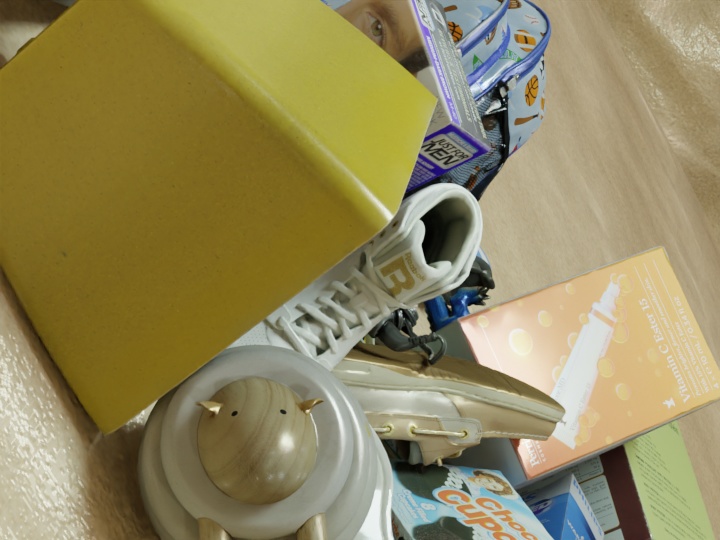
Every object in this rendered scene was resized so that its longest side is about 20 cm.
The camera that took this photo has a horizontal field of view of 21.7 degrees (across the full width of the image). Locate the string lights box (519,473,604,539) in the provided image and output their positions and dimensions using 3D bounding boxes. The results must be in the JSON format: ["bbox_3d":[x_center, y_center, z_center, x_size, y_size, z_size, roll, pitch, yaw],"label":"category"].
[{"bbox_3d":[0.109,0.225,1.315,0.059,0.103,0.200,61,19,-13],"label":"string lights box"}]

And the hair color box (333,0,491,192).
[{"bbox_3d":[-0.031,-0.086,1.166,0.065,0.200,0.110,28,40,-59],"label":"hair color box"}]

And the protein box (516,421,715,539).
[{"bbox_3d":[0.186,0.178,1.542,0.198,0.135,0.200,38,33,-53],"label":"protein box"}]

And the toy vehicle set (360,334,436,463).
[{"bbox_3d":[0.015,0.100,1.336,0.200,0.026,0.124,52,22,-35],"label":"toy vehicle set"}]

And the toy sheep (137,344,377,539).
[{"bbox_3d":[-0.054,0.106,0.986,0.200,0.138,0.138,119,-49,-74],"label":"toy sheep"}]

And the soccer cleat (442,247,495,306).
[{"bbox_3d":[0.039,-0.038,1.541,0.200,0.070,0.086,46,8,-47],"label":"soccer cleat"}]

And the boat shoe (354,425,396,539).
[{"bbox_3d":[-0.007,0.167,1.134,0.200,0.074,0.060,66,-28,24],"label":"boat shoe"}]

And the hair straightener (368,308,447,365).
[{"bbox_3d":[0.000,0.000,1.255,0.077,0.041,0.200,16,20,-49],"label":"hair straightener"}]

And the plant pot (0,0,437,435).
[{"bbox_3d":[-0.099,-0.070,0.996,0.176,0.200,0.200,49,21,-12],"label":"plant pot"}]

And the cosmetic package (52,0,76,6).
[{"bbox_3d":[-0.135,-0.205,1.134,0.074,0.101,0.200,64,5,1],"label":"cosmetic package"}]

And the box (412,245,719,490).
[{"bbox_3d":[0.148,0.077,1.371,0.200,0.097,0.125,-19,80,-32],"label":"box"}]

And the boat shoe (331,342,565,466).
[{"bbox_3d":[0.038,0.093,1.233,0.199,0.069,0.074,12,9,-22],"label":"boat shoe"}]

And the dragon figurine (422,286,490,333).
[{"bbox_3d":[0.074,0.069,1.453,0.200,0.059,0.099,42,54,-2],"label":"dragon figurine"}]

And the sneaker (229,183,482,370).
[{"bbox_3d":[-0.009,0.014,1.119,0.074,0.115,0.200,51,55,-10],"label":"sneaker"}]

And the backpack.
[{"bbox_3d":[0.035,-0.137,1.292,0.190,0.200,0.154,-34,143,-43],"label":"backpack"}]

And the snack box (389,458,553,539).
[{"bbox_3d":[0.076,0.187,1.178,0.116,0.037,0.200,10,23,-29],"label":"snack box"}]
